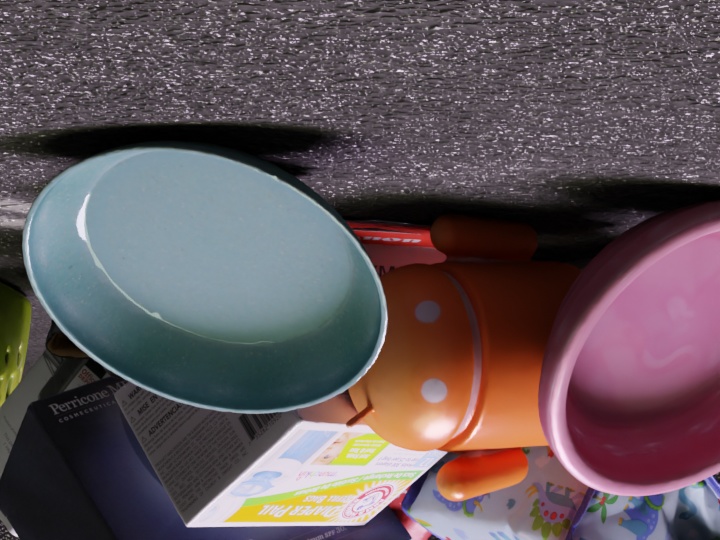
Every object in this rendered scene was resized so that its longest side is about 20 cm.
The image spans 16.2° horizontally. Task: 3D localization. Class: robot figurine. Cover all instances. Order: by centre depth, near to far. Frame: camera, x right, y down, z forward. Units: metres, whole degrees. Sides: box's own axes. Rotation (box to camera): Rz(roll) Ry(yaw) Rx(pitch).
[{"bbox_3d":[0.075,0.053,1.531,0.199,0.144,0.117,0,-143,-30],"label":"robot figurine"}]

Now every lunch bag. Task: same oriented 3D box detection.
[{"bbox_3d":[0.156,0.165,1.684,0.200,0.128,0.170,30,166,-39],"label":"lunch bag"}]

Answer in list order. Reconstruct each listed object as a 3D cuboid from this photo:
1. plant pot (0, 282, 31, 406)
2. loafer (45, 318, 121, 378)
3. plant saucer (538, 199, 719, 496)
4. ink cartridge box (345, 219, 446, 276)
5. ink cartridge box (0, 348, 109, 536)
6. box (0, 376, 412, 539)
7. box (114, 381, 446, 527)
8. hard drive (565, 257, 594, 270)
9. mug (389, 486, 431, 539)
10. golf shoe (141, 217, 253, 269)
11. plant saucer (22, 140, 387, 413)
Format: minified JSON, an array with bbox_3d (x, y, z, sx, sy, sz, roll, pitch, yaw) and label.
[{"bbox_3d":[-0.369,0.098,1.934,0.198,0.182,0.200,1,172,6],"label":"plant pot"},{"bbox_3d":[-0.142,0.044,1.679,0.073,0.072,0.200,45,163,-27],"label":"loafer"},{"bbox_3d":[0.186,0.038,1.475,0.200,0.201,0.051,7,-151,-36],"label":"plant saucer"},{"bbox_3d":[0.000,0.000,1.638,0.199,0.044,0.174,3,174,-10],"label":"ink cartridge box"},{"bbox_3d":[-0.176,0.100,1.861,0.083,0.200,0.147,48,-163,27],"label":"ink cartridge box"},{"bbox_3d":[-0.109,0.168,1.712,0.199,0.199,0.123,-18,149,-36],"label":"box"},{"bbox_3d":[-0.039,0.090,1.596,0.112,0.102,0.200,-43,154,24],"label":"box"},{"bbox_3d":[0.152,0.059,1.725,0.026,0.132,0.200,-26,-172,-27],"label":"hard drive"},{"bbox_3d":[0.028,0.154,1.822,0.133,0.178,0.200,-5,171,-33],"label":"mug"},{"bbox_3d":[-0.114,-0.020,1.426,0.092,0.073,0.200,29,147,-36],"label":"golf shoe"},{"bbox_3d":[-0.079,-0.003,1.341,0.199,0.036,0.201,9,138,8],"label":"plant saucer"}]
